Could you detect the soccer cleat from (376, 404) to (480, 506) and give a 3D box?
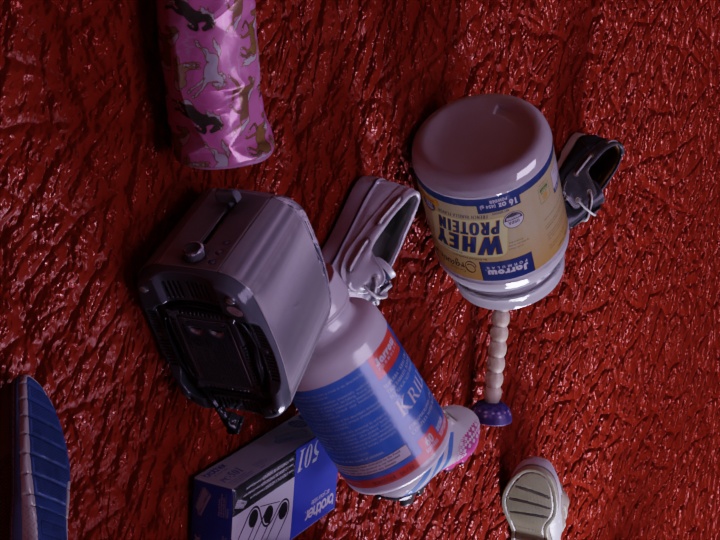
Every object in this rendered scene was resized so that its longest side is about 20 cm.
[{"bbox_3d":[0.075,0.175,1.958,0.200,0.070,0.086,-37,133,-54],"label":"soccer cleat"}]

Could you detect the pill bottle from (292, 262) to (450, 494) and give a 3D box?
[{"bbox_3d":[-0.011,0.095,1.654,0.200,0.112,0.112,58,45,-25],"label":"pill bottle"}]

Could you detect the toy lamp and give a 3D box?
[{"bbox_3d":[0.157,0.077,2.110,0.058,0.058,0.200,-22,120,-61],"label":"toy lamp"}]

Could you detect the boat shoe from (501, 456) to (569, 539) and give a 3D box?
[{"bbox_3d":[0.224,0.294,2.325,0.200,0.075,0.068,87,24,-46],"label":"boat shoe"}]

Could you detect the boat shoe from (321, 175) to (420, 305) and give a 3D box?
[{"bbox_3d":[0.000,0.000,1.737,0.200,0.065,0.074,-70,154,-18],"label":"boat shoe"}]

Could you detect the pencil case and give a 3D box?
[{"bbox_3d":[-0.113,-0.176,1.418,0.083,0.086,0.200,-99,-173,-65],"label":"pencil case"}]

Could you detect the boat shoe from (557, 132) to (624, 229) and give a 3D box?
[{"bbox_3d":[0.263,-0.091,2.250,0.200,0.068,0.072,-59,150,-33],"label":"boat shoe"}]

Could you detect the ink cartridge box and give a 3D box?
[{"bbox_3d":[-0.084,0.203,1.669,0.200,0.044,0.094,-26,125,-60],"label":"ink cartridge box"}]

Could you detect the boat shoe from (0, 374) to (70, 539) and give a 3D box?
[{"bbox_3d":[-0.246,0.170,1.277,0.072,0.072,0.200,52,28,-62],"label":"boat shoe"}]

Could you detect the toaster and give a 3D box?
[{"bbox_3d":[-0.094,0.027,1.500,0.129,0.114,0.200,-62,147,-37],"label":"toaster"}]

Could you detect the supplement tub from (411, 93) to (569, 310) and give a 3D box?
[{"bbox_3d":[0.139,-0.069,1.908,0.144,0.144,0.200,-60,148,-34],"label":"supplement tub"}]
